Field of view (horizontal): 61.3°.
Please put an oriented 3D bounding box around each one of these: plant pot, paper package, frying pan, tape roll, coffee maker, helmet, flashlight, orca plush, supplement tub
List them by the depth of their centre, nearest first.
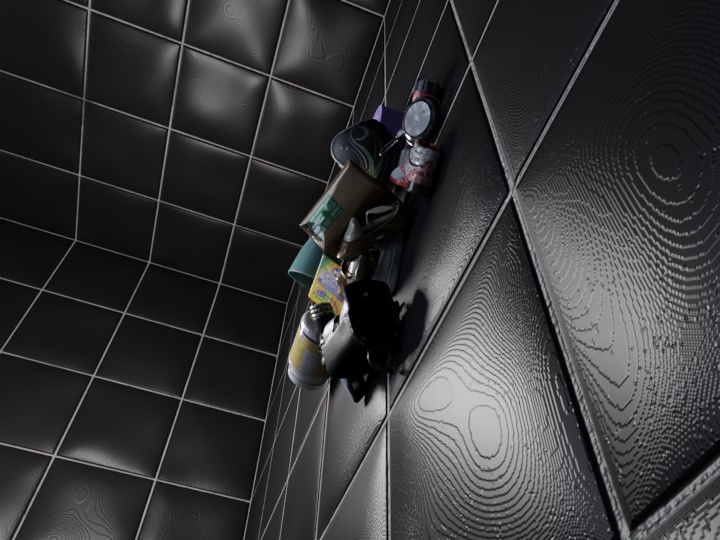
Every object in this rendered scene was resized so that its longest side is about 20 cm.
[{"bbox_3d":[-0.005,0.149,1.260,0.201,0.131,0.197,119,163,-54],"label":"coffee maker"},{"bbox_3d":[-0.025,0.199,1.395,0.106,0.070,0.202,58,-177,-44],"label":"orca plush"},{"bbox_3d":[0.109,-0.338,1.396,0.186,0.030,0.119,-2,82,43],"label":"frying pan"},{"bbox_3d":[0.137,-0.339,1.425,0.067,0.067,0.206,13,89,43],"label":"flashlight"},{"bbox_3d":[-0.019,-0.136,1.462,0.201,0.103,0.190,-51,-26,10],"label":"paper package"},{"bbox_3d":[0.018,-0.279,1.618,0.194,0.196,0.200,62,161,5],"label":"helmet"},{"bbox_3d":[-0.129,0.232,1.775,0.147,0.141,0.204,-91,20,-59],"label":"supplement tub"},{"bbox_3d":[0.067,-0.377,1.799,0.200,0.083,0.206,-164,89,-79],"label":"tape roll"},{"bbox_3d":[-0.116,-0.024,1.989,0.164,0.197,0.200,-65,8,-14],"label":"plant pot"}]

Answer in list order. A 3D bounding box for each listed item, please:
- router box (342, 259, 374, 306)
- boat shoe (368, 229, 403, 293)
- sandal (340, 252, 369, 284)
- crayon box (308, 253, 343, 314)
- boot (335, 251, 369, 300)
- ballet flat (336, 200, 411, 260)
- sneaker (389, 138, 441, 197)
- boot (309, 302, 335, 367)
[{"bbox_3d":[0.002,0.089,1.505,0.202,0.060,0.152,-89,19,-55],"label":"router box"},{"bbox_3d":[0.054,-0.040,1.392,0.070,0.070,0.206,122,161,-56],"label":"boat shoe"},{"bbox_3d":[-0.019,-0.004,1.419,0.200,0.053,0.084,-178,101,-85],"label":"sandal"},{"bbox_3d":[-0.080,0.055,1.821,0.051,0.125,0.203,-33,-27,-49],"label":"crayon box"},{"bbox_3d":[0.000,0.000,1.675,0.168,0.071,0.201,-56,-19,-18],"label":"boot"},{"bbox_3d":[0.021,-0.098,1.365,0.196,0.073,0.069,-26,36,11],"label":"ballet flat"},{"bbox_3d":[0.122,-0.230,1.329,0.202,0.065,0.111,-122,49,-72],"label":"sneaker"},{"bbox_3d":[-0.076,0.165,1.558,0.204,0.071,0.158,61,-165,-81],"label":"boot"}]
